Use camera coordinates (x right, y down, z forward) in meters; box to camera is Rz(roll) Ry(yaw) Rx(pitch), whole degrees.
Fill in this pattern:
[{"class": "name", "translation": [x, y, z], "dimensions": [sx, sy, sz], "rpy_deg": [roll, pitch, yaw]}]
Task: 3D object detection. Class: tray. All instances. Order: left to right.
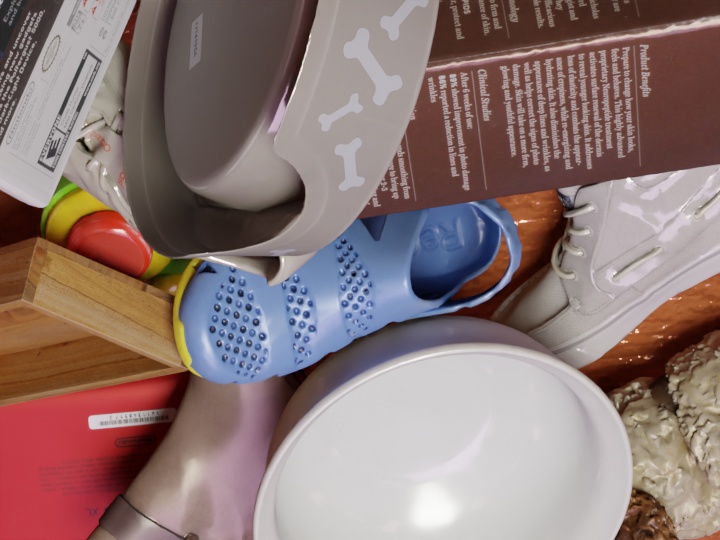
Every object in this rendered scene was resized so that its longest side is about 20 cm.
[{"class": "tray", "translation": [-0.176, 0.029, 1.248], "dimensions": [0.098, 0.037, 0.199], "rpy_deg": [25, 157, -33]}]

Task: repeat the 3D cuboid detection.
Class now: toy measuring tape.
[{"class": "toy measuring tape", "translation": [-0.138, -0.053, 1.199], "dimensions": [0.073, 0.074, 0.200], "rpy_deg": [-19, 129, 15]}]

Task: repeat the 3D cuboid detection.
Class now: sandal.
[{"class": "sandal", "translation": [0.000, 0.000, 1.207], "dimensions": [0.199, 0.087, 0.080], "rpy_deg": [-25, 109, -29]}]

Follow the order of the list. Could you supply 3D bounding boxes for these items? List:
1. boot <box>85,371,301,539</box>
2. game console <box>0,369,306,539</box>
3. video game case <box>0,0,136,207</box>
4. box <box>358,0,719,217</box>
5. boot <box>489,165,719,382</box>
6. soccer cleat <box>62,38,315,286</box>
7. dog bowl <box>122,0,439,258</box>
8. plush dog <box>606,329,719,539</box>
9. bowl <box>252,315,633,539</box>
[{"class": "boot", "translation": [-0.088, 0.107, 1.333], "dimensions": [0.146, 0.070, 0.200], "rpy_deg": [-38, 119, -4]}, {"class": "game console", "translation": [-0.125, 0.120, 1.445], "dimensions": [0.199, 0.119, 0.173], "rpy_deg": [-6, 110, -3]}, {"class": "video game case", "translation": [-0.118, -0.133, 0.964], "dimensions": [0.023, 0.201, 0.182], "rpy_deg": [22, 176, 12]}, {"class": "box", "translation": [0.078, -0.094, 1.160], "dimensions": [0.199, 0.075, 0.100], "rpy_deg": [-7, 141, 3]}, {"class": "boot", "translation": [0.124, -0.022, 1.280], "dimensions": [0.200, 0.074, 0.096], "rpy_deg": [-34, 124, 23]}, {"class": "soccer cleat", "translation": [-0.105, -0.058, 1.107], "dimensions": [0.199, 0.078, 0.070], "rpy_deg": [25, 122, -1]}, {"class": "dog bowl", "translation": [-0.032, -0.097, 1.006], "dimensions": [0.058, 0.201, 0.200], "rpy_deg": [13, 137, -24]}, {"class": "plush dog", "translation": [0.187, 0.093, 1.366], "dimensions": [0.171, 0.200, 0.161], "rpy_deg": [-25, 105, 6]}, {"class": "bowl", "translation": [0.035, 0.095, 1.284], "dimensions": [0.200, 0.091, 0.202], "rpy_deg": [-7, 127, -9]}]
